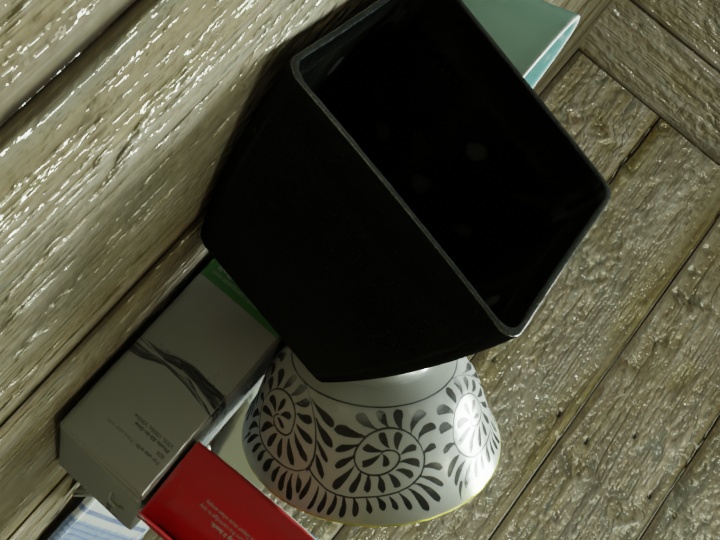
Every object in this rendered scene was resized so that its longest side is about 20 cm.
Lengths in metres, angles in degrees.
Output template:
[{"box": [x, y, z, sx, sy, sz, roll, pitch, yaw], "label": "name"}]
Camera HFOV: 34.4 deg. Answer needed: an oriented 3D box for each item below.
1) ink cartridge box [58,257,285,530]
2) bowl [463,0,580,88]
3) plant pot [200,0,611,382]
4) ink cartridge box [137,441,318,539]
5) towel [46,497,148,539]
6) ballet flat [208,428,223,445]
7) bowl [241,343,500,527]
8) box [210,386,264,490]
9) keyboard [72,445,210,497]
[{"box": [-0.137, 0.088, 0.901, 0.200, 0.084, 0.146, -49, 177, -25], "label": "ink cartridge box"}, {"box": [0.073, -0.153, 0.932, 0.201, 0.105, 0.201, -51, 177, -4], "label": "bowl"}, {"box": [0.014, -0.042, 0.768, 0.177, 0.200, 0.200, -37, -174, 39], "label": "plant pot"}, {"box": [-0.093, 0.192, 0.862, 0.067, 0.116, 0.200, -51, 174, -11], "label": "ink cartridge box"}, {"box": [-0.256, 0.253, 1.189, 0.200, 0.024, 0.147, -48, 155, -4], "label": "towel"}, {"box": [-0.170, 0.149, 1.129, 0.200, 0.066, 0.047, -78, 166, -66], "label": "ballet flat"}, {"box": [0.010, 0.085, 0.861, 0.201, 0.199, 0.095, -46, 146, -49], "label": "bowl"}, {"box": [-0.105, 0.156, 1.203, 0.200, 0.068, 0.083, 123, -18, -52], "label": "box"}, {"box": [-0.195, 0.178, 1.021, 0.056, 0.011, 0.199, -45, -162, -33], "label": "keyboard"}]
